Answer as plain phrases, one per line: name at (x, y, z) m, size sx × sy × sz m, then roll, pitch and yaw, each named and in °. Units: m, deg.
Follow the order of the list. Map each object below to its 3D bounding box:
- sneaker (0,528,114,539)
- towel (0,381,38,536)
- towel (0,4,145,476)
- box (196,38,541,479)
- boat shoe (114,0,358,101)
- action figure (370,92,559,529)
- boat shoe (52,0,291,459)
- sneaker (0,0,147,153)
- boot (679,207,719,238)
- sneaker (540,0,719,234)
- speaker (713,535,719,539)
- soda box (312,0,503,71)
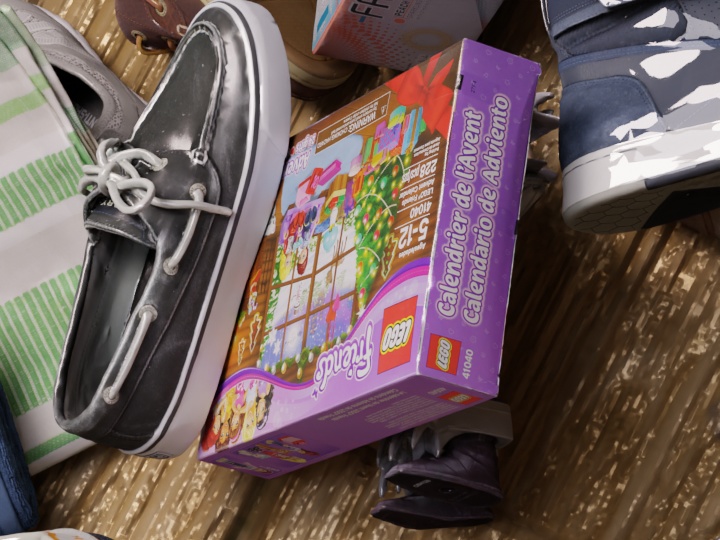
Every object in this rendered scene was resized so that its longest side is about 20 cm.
sneaker at (-0.187, 0.170, 1.328) m, size 0.199 × 0.079 × 0.079 m, roll -33°, pitch 59°, yaw 14°
towel at (-0.250, 0.094, 1.341) m, size 0.199 × 0.112 × 0.049 m, roll -17°, pitch 18°, yaw -1°
towel at (-0.166, -0.007, 1.340) m, size 0.152 × 0.201 × 0.023 m, roll -27°, pitch 14°, yaw 21°
box at (0.000, 0.000, 1.223) m, size 0.200 × 0.039 × 0.138 m, roll -26°, pitch 53°, yaw 59°
boat shoe at (-0.082, -0.135, 1.412) m, size 0.200 × 0.072 × 0.072 m, roll 40°, pitch 129°, yaw 20°
action figure at (0.037, 0.003, 1.266) m, size 0.130 × 0.069 × 0.201 m, roll 139°, pitch 137°, yaw -61°
boat shoe at (-0.087, -0.024, 1.277) m, size 0.073 × 0.068 × 0.201 m, roll 14°, pitch 87°, yaw 50°
sneaker at (-0.158, -0.090, 1.406) m, size 0.199 × 0.082 × 0.075 m, roll 29°, pitch 84°, yaw 33°
boot at (0.171, -0.105, 1.266) m, size 0.145 × 0.070 × 0.201 m, roll 8°, pitch 75°, yaw 23°
sneaker at (0.167, -0.107, 1.188) m, size 0.201 × 0.077 × 0.147 m, roll -11°, pitch 71°, yaw 16°
speaker at (0.193, 0.188, 1.119) m, size 0.081 × 0.081 × 0.201 m, roll -33°, pitch 59°, yaw 12°
soda box at (0.035, -0.150, 1.275) m, size 0.068 × 0.200 × 0.064 m, roll 9°, pitch 70°, yaw -11°
